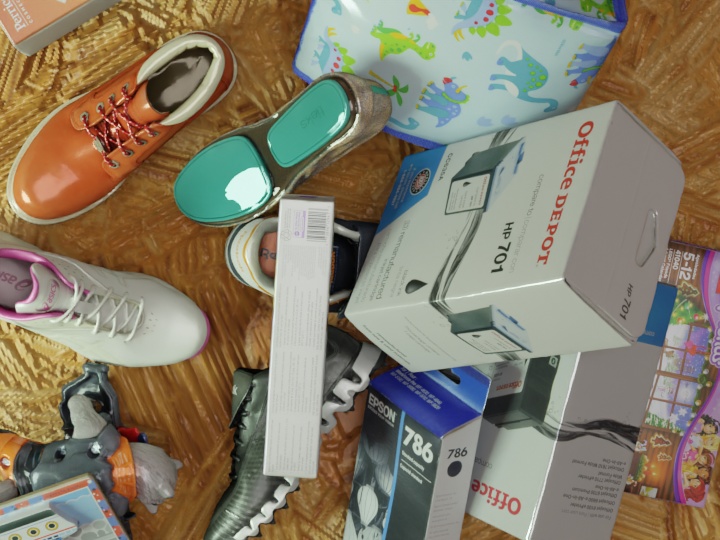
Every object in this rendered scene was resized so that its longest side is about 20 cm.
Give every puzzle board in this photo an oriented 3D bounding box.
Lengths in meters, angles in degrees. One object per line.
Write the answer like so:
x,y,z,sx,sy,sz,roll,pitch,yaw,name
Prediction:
-0.256,0.233,1.108,0.200,0.017,0.151,-20,126,3,puzzle board

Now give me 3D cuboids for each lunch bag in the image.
0.065,-0.177,1.087,0.200,0.170,0.128,12,50,-10,lunch bag

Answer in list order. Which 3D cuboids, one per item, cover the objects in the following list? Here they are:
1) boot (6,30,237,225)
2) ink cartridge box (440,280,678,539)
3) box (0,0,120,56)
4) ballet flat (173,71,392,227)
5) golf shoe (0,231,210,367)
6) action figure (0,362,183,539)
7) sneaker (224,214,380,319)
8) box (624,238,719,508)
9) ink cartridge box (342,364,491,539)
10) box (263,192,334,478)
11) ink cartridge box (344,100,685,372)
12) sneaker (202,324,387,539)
-0.176,-0.105,1.106,0.200,0.107,0.075,-40,99,-1,boot
0.131,0.088,1.126,0.084,0.145,0.200,13,92,-36,ink cartridge box
-0.190,-0.259,1.096,0.200,0.097,0.124,-33,97,-3,box
-0.052,-0.084,1.117,0.067,0.200,0.068,-15,83,-50,ballet flat
-0.206,0.027,1.118,0.200,0.092,0.075,16,90,-9,golf shoe
-0.222,0.178,1.123,0.193,0.105,0.200,-14,95,3,action figure
0.000,0.000,1.148,0.200,0.079,0.079,4,93,-9,sneaker
0.221,0.073,1.198,0.137,0.039,0.200,12,92,-8,box
0.037,0.152,1.126,0.039,0.099,0.200,-2,111,-34,ink cartridge box
-0.043,0.046,1.090,0.041,0.039,0.200,3,98,0,box
0.104,-0.019,1.051,0.086,0.200,0.147,39,57,-31,ink cartridge box
-0.070,0.118,1.156,0.090,0.066,0.200,36,85,-5,sneaker
